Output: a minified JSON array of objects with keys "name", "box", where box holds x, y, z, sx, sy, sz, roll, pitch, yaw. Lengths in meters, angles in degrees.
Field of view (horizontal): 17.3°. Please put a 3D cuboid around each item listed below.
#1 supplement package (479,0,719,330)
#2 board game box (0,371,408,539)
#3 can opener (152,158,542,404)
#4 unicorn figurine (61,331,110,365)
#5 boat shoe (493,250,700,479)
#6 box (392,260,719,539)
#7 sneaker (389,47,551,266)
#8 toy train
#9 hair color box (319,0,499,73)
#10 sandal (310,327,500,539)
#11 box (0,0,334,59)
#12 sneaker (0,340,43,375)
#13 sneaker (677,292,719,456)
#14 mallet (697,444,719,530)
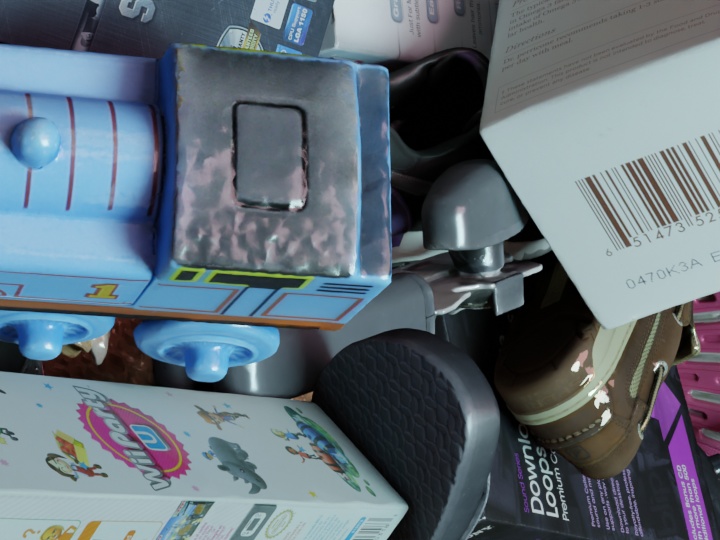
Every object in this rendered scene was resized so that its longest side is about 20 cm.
[{"name":"supplement package","box":[0.133,-0.094,0.987,0.117,0.117,0.200,54,30,-30]},{"name":"board game box","box":[-0.100,0.107,0.754,0.200,0.148,0.064,9,32,-52]},{"name":"can opener","box":[0.000,0.000,0.888,0.200,0.053,0.067,-16,107,-53]},{"name":"unicorn figurine","box":[-0.086,-0.022,0.874,0.200,0.074,0.138,53,42,-54]},{"name":"boat shoe","box":[0.117,0.015,1.053,0.075,0.075,0.203,52,43,-20]},{"name":"box","box":[0.087,0.062,1.070,0.200,0.036,0.143,15,55,-48]},{"name":"sneaker","box":[0.049,-0.052,0.989,0.200,0.088,0.076,-15,63,-43]},{"name":"toy train","box":[-0.088,-0.022,0.700,0.199,0.114,0.087,5,71,-16]},{"name":"hair color box","box":[0.025,-0.128,1.037,0.200,0.060,0.099,4,78,-52]},{"name":"sandal","box":[0.011,0.082,0.851,0.043,0.200,0.076,-19,64,-27]},{"name":"box","box":[-0.066,-0.155,0.750,0.157,0.051,0.201,17,90,-38]},{"name":"sneaker","box":[-0.136,0.012,0.797,0.095,0.079,0.201,41,59,-48]},{"name":"sneaker","box":[0.185,-0.004,1.210,0.087,0.074,0.201,-36,116,-49]},{"name":"mallet","box":[0.219,0.064,1.156,0.066,0.200,0.041,44,18,-29]}]
